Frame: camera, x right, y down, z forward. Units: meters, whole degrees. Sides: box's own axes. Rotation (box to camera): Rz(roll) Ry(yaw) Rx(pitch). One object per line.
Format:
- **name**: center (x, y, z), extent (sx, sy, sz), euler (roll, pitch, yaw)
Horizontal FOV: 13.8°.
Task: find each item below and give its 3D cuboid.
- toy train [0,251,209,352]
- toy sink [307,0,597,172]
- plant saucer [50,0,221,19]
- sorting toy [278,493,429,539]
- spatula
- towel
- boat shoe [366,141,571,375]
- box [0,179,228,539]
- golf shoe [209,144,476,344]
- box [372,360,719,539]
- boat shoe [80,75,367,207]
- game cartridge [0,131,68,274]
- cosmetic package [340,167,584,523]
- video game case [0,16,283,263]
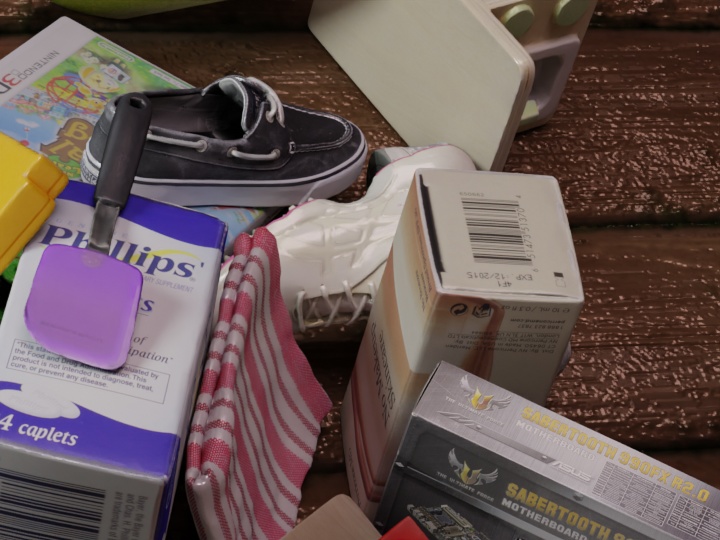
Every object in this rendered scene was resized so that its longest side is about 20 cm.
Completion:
- **toy train**: center (-0.182, 0.010, 1.758), extent (0.199, 0.042, 0.056), euler (17, 33, -1)
- **toy sink**: center (0.075, -0.159, 1.948), extent (0.112, 0.131, 0.200), euler (-18, 53, -33)
- **plant saucer**: center (-0.089, -0.235, 1.979), extent (0.199, 0.048, 0.200), euler (-8, 36, 25)
- **sorting toy**: center (0.000, 0.231, 1.521), extent (0.200, 0.070, 0.199), euler (51, 49, 4)
- **spatula**: center (-0.133, -0.028, 1.556), extent (0.056, 0.021, 0.200), euler (17, 41, -8)
- **towel**: center (-0.055, 0.094, 1.635), extent (0.030, 0.147, 0.200), euler (-4, 43, 13)
- **boat shoe**: center (0.076, -0.009, 1.838), extent (0.065, 0.075, 0.202), euler (-17, 46, -26)
- **box**: center (-0.144, 0.088, 1.582), extent (0.104, 0.184, 0.200), euler (12, 43, -2)
- **golf shoe**: center (0.000, 0.000, 1.740), extent (0.200, 0.075, 0.092), euler (-29, 58, -17)
- **box**: center (0.105, 0.155, 1.617), extent (0.199, 0.159, 0.048), euler (24, 43, 8)
- **boat shoe**: center (-0.075, -0.085, 1.813), extent (0.199, 0.068, 0.072), euler (-3, 40, -33)
- **game cartridge**: center (-0.250, -0.005, 1.618), extent (0.176, 0.032, 0.200), euler (-50, 30, -7)
- **cosmetic package**: center (0.053, 0.049, 1.678), extent (0.087, 0.200, 0.104), euler (3, 43, -14)
- **video game case**: center (-0.146, -0.076, 1.844), extent (0.200, 0.022, 0.182), euler (29, 33, 11)
